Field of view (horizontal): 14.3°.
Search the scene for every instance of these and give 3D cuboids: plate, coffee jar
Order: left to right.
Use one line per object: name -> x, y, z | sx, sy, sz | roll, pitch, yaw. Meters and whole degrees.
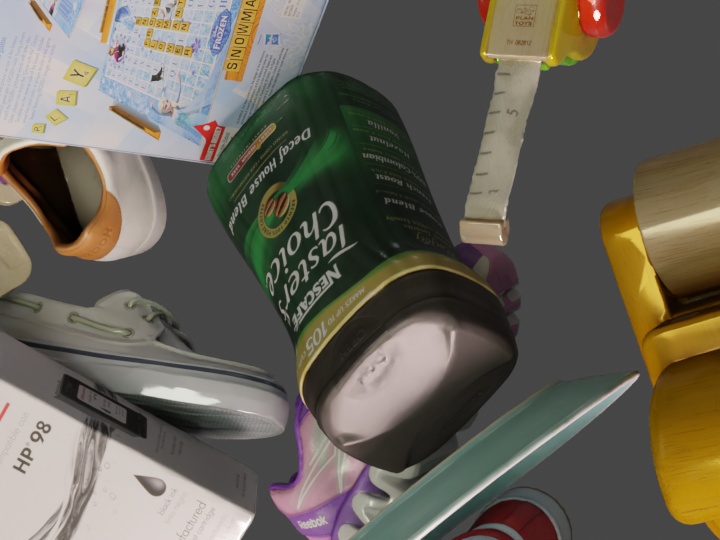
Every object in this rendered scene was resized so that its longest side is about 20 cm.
coffee jar -> 0.000, 0.000, 1.403 | 0.104, 0.085, 0.200 | -47, 43, 19
plate -> 0.050, 0.103, 1.389 | 0.200, 0.200, 0.026 | -40, 83, 24

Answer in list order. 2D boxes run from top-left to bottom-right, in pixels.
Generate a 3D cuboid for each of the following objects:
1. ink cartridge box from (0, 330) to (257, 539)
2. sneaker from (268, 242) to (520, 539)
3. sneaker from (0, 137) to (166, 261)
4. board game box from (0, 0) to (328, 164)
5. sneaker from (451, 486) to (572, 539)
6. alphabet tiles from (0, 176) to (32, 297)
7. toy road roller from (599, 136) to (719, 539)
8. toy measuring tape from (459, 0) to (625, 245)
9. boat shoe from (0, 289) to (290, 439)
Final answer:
ink cartridge box -> -0.166, 0.113, 1.463 | 0.200, 0.067, 0.116 | 29, 105, -8
sneaker -> 0.012, 0.067, 1.474 | 0.088, 0.080, 0.200 | 33, 112, 23
sneaker -> -0.167, -0.099, 1.504 | 0.073, 0.085, 0.200 | -28, 84, 26
board game box -> -0.116, -0.144, 1.404 | 0.199, 0.041, 0.200 | 7, 133, -19
sneaker -> 0.041, 0.212, 1.469 | 0.071, 0.112, 0.200 | 24, 109, 17
alphabet tiles -> -0.263, -0.058, 1.515 | 0.200, 0.195, 0.015 | 57, 152, 2
toy road roller -> 0.187, 0.039, 1.354 | 0.123, 0.146, 0.200 | -17, 94, 24
toy measuring tape -> 0.086, -0.099, 1.390 | 0.073, 0.074, 0.200 | 6, 74, 21
boat shoe -> -0.128, 0.041, 1.525 | 0.200, 0.074, 0.067 | 8, 72, 17
